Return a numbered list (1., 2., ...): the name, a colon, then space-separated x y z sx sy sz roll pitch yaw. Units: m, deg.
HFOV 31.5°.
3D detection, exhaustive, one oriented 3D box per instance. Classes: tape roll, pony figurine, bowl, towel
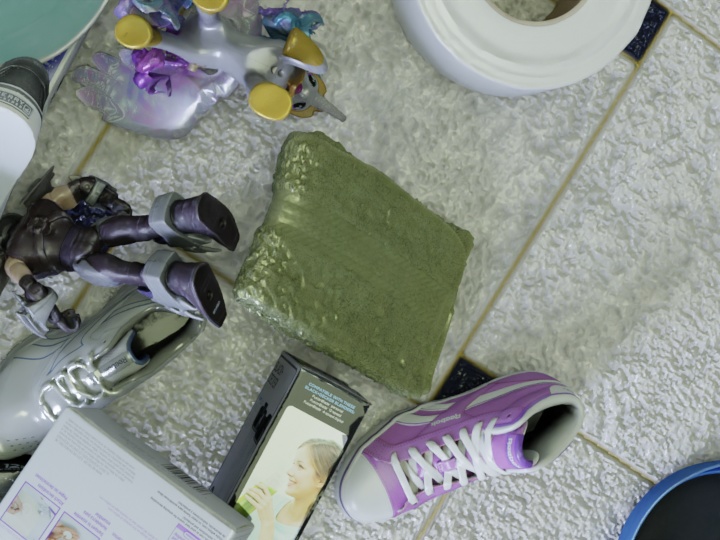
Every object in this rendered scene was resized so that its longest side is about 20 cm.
1. tape roll: 0.122 -0.237 0.979 0.201 0.071 0.204 -1 94 -12
2. pony figurine: -0.103 -0.156 0.893 0.192 0.200 0.167 27 94 4
3. bowl: 0.301 0.254 1.058 0.199 0.039 0.202 -1 93 -12
4. towel: 0.000 0.000 0.943 0.200 0.036 0.149 30 70 -36

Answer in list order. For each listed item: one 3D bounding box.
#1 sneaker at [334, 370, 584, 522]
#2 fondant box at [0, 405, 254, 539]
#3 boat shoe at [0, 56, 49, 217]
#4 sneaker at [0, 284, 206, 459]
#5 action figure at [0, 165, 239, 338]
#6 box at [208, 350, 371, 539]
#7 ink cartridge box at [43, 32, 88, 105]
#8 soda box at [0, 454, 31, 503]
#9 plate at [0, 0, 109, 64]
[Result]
1. sneaker: 0.076 0.136 0.967 0.200 0.114 0.073 -29 100 -8
2. fondant box: -0.187 0.213 0.854 0.144 0.058 0.201 34 88 11
3. boat shoe: -0.267 -0.072 0.874 0.071 0.200 0.068 29 44 -17
4. sneaker: -0.194 0.067 0.919 0.200 0.087 0.075 -39 106 -6
5. action figure: -0.185 -0.013 0.894 0.199 0.069 0.131 6 66 26
6. box: -0.072 0.164 0.937 0.060 0.117 0.201 29 88 -9
7. ink cartridge box: -0.246 -0.188 0.920 0.099 0.039 0.201 29 85 -11
8. soda box: -0.335 0.172 0.907 0.199 0.063 0.071 0 93 -13
9. plate: -0.260 -0.230 0.883 0.199 0.026 0.202 0 86 -1
